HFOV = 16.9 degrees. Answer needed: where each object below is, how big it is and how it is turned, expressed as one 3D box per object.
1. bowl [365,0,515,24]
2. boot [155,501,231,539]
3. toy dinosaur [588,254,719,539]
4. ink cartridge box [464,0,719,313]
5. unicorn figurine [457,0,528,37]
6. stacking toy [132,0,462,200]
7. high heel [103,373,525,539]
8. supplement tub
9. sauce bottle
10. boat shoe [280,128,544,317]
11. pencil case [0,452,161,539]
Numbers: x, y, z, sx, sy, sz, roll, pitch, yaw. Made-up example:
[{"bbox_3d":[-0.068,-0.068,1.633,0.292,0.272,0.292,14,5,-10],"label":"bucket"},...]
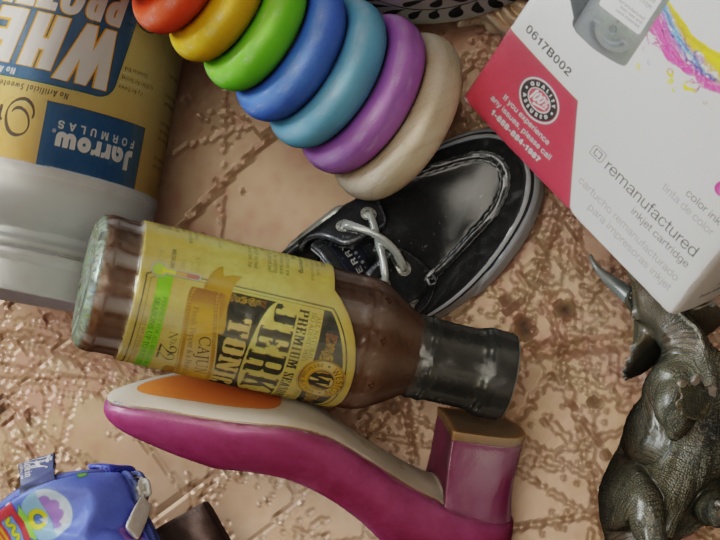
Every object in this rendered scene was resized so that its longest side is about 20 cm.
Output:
[{"bbox_3d":[0.016,-0.207,1.087,0.199,0.094,0.202,3,102,12],"label":"bowl"},{"bbox_3d":[-0.037,0.182,1.131,0.199,0.072,0.167,-28,82,10],"label":"boot"},{"bbox_3d":[0.143,0.089,1.109,0.076,0.102,0.202,6,97,-14],"label":"toy dinosaur"},{"bbox_3d":[0.158,-0.104,1.058,0.148,0.085,0.200,47,129,18],"label":"ink cartridge box"},{"bbox_3d":[0.102,-0.200,1.157,0.137,0.074,0.201,22,104,12],"label":"unicorn figurine"},{"bbox_3d":[-0.053,-0.111,1.092,0.199,0.085,0.086,29,89,-25],"label":"stacking toy"},{"bbox_3d":[-0.025,0.104,1.118,0.198,0.067,0.097,7,108,-16],"label":"high heel"},{"bbox_3d":[-0.158,-0.088,1.147,0.143,0.145,0.202,9,85,11],"label":"supplement tub"},{"bbox_3d":[-0.027,0.025,1.085,0.198,0.065,0.065,12,85,-9],"label":"sauce bottle"},{"bbox_3d":[0.000,0.000,1.147,0.199,0.068,0.072,-34,79,5],"label":"boat shoe"},{"bbox_3d":[-0.100,0.179,1.085,0.087,0.078,0.201,-35,69,25],"label":"pencil case"}]
